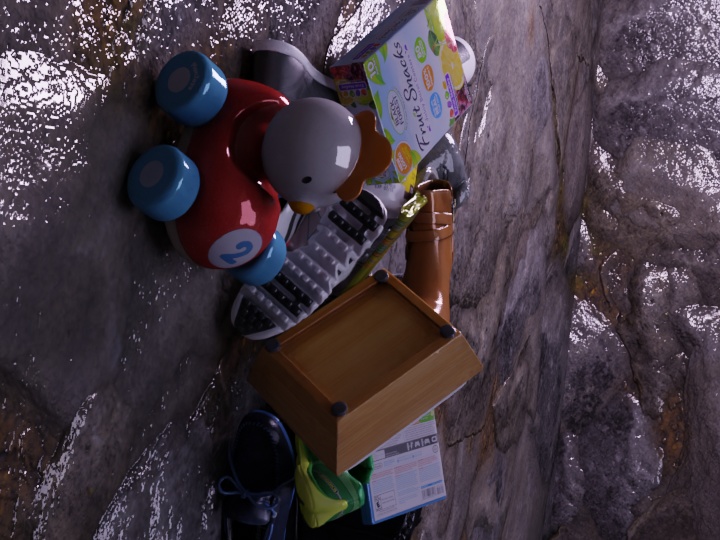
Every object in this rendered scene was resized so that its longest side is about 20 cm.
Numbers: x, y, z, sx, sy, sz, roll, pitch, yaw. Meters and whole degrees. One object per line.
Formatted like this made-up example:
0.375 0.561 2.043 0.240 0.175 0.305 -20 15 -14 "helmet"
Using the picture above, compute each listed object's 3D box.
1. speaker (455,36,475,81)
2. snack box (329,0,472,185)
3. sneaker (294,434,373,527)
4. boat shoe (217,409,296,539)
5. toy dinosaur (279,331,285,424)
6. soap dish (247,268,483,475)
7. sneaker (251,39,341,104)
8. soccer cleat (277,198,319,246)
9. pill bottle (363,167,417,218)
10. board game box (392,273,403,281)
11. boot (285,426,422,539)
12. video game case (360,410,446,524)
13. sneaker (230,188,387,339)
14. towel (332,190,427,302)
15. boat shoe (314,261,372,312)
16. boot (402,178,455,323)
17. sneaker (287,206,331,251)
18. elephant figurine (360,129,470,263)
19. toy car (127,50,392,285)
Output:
0.100 -0.276 1.606 0.200 0.080 0.083 -43 136 -60 "speaker"
0.051 -0.208 1.281 0.200 0.052 0.144 -48 127 -44 "snack box"
-0.027 0.205 1.196 0.201 0.082 0.075 -100 -179 -68 "sneaker"
-0.108 0.251 1.201 0.069 0.083 0.204 -35 126 -60 "boat shoe"
-0.084 0.091 1.272 0.088 0.047 0.204 -10 109 -76 "toy dinosaur"
0.003 0.096 1.164 0.198 0.157 0.082 -32 142 -23 "soap dish"
-0.066 -0.164 1.213 0.199 0.070 0.101 27 73 -63 "sneaker"
-0.072 -0.095 1.209 0.086 0.068 0.201 93 22 -45 "soccer cleat"
0.023 -0.173 1.385 0.109 0.107 0.204 26 72 -68 "pill bottle"
0.037 0.113 1.377 0.126 0.034 0.204 -25 104 -68 "board game box"
-0.005 0.256 1.358 0.076 0.165 0.204 -18 113 -69 "boot"
0.038 0.174 1.293 0.142 0.018 0.204 -4 85 -50 "video game case"
-0.050 0.004 1.178 0.199 0.075 0.081 -41 168 -15 "sneaker"
0.000 0.000 1.231 0.201 0.018 0.086 -52 176 23 "towel"
-0.025 0.065 1.363 0.065 0.072 0.202 96 9 -56 "boat shoe"
0.083 -0.017 1.339 0.200 0.075 0.158 -52 148 -69 "boot"
-0.059 -0.034 1.251 0.071 0.079 0.202 77 29 -45 "sneaker"
0.052 -0.104 1.478 0.199 0.140 0.157 -32 100 -47 "elephant figurine"
-0.066 -0.086 1.000 0.184 0.197 0.180 39 59 -54 "toy car"
